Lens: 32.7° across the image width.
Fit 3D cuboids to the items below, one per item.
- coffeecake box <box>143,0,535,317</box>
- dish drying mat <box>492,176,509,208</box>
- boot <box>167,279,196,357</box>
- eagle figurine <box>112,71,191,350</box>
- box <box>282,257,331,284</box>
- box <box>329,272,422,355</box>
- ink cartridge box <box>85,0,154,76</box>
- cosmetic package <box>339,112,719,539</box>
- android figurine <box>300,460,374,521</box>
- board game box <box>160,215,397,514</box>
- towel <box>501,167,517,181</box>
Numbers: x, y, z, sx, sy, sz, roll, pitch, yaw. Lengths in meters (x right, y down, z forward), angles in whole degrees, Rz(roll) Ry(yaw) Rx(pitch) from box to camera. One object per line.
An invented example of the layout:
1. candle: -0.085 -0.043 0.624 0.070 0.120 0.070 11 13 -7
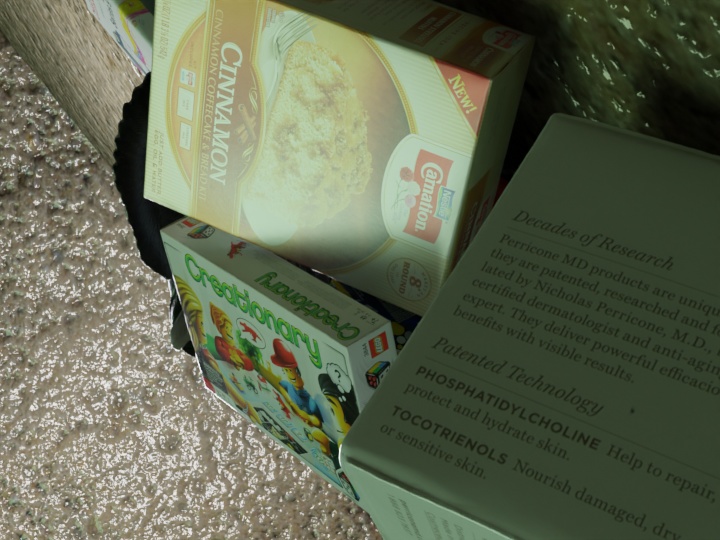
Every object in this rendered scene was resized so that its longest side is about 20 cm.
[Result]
1. coffeecake box: -0.018 -0.084 0.696 0.198 0.073 0.155 22 126 16
2. dish drying mat: 0.087 -0.032 0.773 0.077 0.018 0.200 61 173 -26
3. boot: -0.158 -0.043 1.095 0.163 0.073 0.200 -120 20 -44
4. eagle figurine: -0.101 -0.047 0.912 0.201 0.150 0.152 62 158 0
5. box: 0.000 0.000 0.921 0.049 0.160 0.201 9 136 24
6. box: 0.055 0.084 0.714 0.200 0.064 0.070 50 142 25
7. ink cartridge box: -0.170 -0.222 1.129 0.201 0.087 0.145 51 169 5
8. cosmetic package: 0.124 0.072 0.556 0.165 0.201 0.168 20 151 30
9. android figurine: 0.014 0.102 1.009 0.041 0.180 0.202 -52 53 49
10. board game box: -0.044 0.053 0.737 0.199 0.034 0.127 28 138 47
11. towel: 0.173 0.040 0.780 0.200 0.034 0.193 37 162 48
